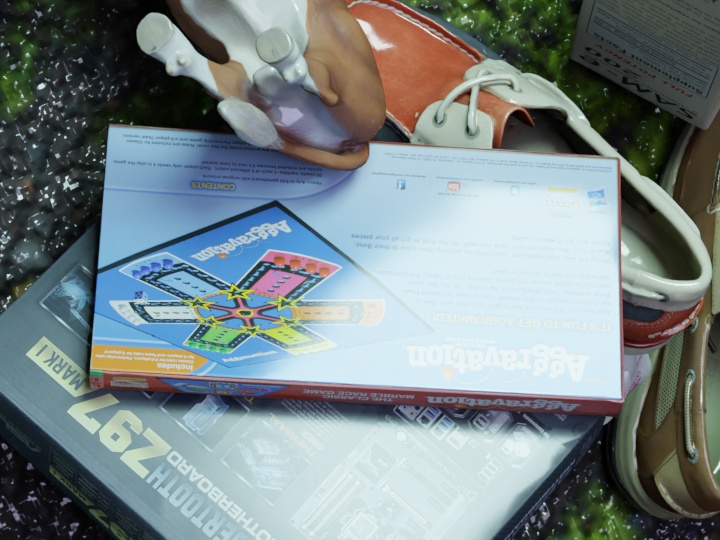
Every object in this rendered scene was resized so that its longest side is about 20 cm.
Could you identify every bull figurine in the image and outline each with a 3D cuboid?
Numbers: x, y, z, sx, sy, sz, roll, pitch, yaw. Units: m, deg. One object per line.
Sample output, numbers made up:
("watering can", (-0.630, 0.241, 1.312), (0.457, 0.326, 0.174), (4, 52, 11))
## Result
("bull figurine", (-0.055, -0.127, 0.993), (0.065, 0.121, 0.201), (-37, 75, 17))

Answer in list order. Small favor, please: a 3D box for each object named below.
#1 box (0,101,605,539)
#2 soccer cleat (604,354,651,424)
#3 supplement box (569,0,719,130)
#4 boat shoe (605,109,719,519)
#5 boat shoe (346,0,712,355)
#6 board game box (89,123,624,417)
("box", (-0.030, 0.051, 1.017), (0.200, 0.051, 0.158), (39, 67, 11))
("soccer cleat", (0.075, 0.054, 1.112), (0.086, 0.070, 0.201), (29, 75, -16))
("supplement box", (0.153, -0.156, 1.082), (0.073, 0.200, 0.127), (29, 75, 7))
("boat shoe", (0.169, 0.014, 1.165), (0.075, 0.074, 0.202), (16, 83, -28))
("boat shoe", (0.060, -0.047, 1.073), (0.200, 0.063, 0.071), (43, 71, 8))
("board game box", (0.000, 0.000, 1.004), (0.198, 0.019, 0.104), (4, 64, -4))
